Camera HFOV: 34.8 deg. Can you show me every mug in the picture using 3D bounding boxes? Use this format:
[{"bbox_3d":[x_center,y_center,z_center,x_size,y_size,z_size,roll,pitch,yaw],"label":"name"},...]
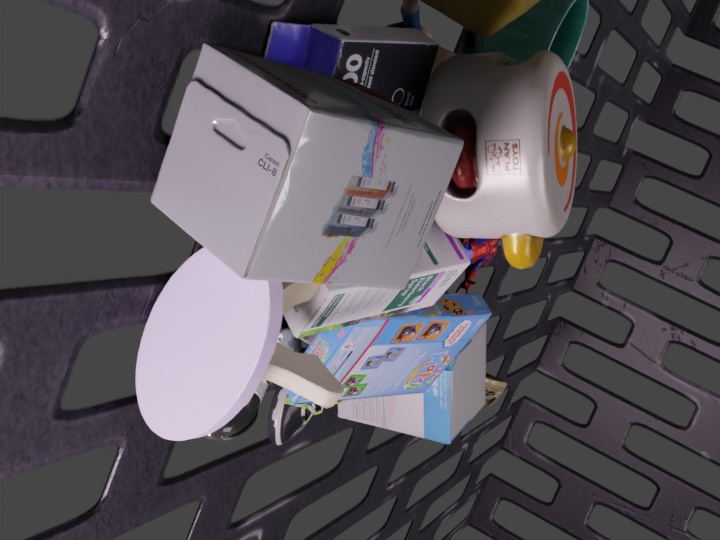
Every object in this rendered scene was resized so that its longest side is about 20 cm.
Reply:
[{"bbox_3d":[0.209,-0.301,1.507,0.186,0.113,0.153,-52,159,-31],"label":"mug"}]

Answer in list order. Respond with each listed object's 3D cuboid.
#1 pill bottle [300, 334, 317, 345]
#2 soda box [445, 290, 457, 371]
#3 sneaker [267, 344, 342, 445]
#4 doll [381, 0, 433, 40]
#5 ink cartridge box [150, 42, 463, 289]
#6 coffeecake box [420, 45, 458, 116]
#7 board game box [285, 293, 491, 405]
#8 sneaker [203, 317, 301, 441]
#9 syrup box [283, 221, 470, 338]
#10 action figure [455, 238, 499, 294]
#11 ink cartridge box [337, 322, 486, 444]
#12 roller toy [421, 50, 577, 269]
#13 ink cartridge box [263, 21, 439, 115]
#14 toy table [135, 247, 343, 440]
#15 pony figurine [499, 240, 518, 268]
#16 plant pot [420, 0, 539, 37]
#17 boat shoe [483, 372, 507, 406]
[{"bbox_3d":[0.000,0.000,1.332,0.202,0.110,0.111,-64,162,-1],"label":"pill bottle"},{"bbox_3d":[0.072,0.045,1.486,0.201,0.063,0.069,-116,-140,-58],"label":"soda box"},{"bbox_3d":[-0.042,0.141,1.447,0.201,0.082,0.072,-55,160,-25],"label":"sneaker"},{"bbox_3d":[0.029,-0.228,1.211,0.200,0.048,0.138,-33,145,-58],"label":"doll"},{"bbox_3d":[-0.044,-0.082,0.958,0.198,0.145,0.146,6,113,-48],"label":"ink cartridge box"},{"bbox_3d":[0.112,-0.146,1.380,0.073,0.152,0.202,-44,154,-41],"label":"coffeecake box"},{"bbox_3d":[0.031,0.086,1.280,0.198,0.037,0.152,1,139,-39],"label":"board game box"},{"bbox_3d":[-0.118,0.090,1.196,0.201,0.073,0.090,-57,164,-51],"label":"sneaker"},{"bbox_3d":[0.009,-0.002,1.158,0.198,0.082,0.079,-10,151,-41],"label":"syrup box"},{"bbox_3d":[0.111,-0.014,1.321,0.199,0.051,0.066,-27,121,-36],"label":"action figure"},{"bbox_3d":[0.058,0.133,1.565,0.128,0.197,0.127,-36,131,-55],"label":"ink cartridge box"},{"bbox_3d":[0.148,-0.123,1.153,0.183,0.137,0.203,60,38,-52],"label":"roller toy"},{"bbox_3d":[-0.024,-0.133,1.100,0.198,0.043,0.201,-9,124,-45],"label":"ink cartridge box"},{"bbox_3d":[-0.108,0.059,1.044,0.200,0.185,0.116,-45,157,29],"label":"toy table"},{"bbox_3d":[0.152,-0.093,1.601,0.199,0.165,0.196,-33,132,-44],"label":"pony figurine"},{"bbox_3d":[0.132,-0.353,1.129,0.194,0.194,0.202,-41,160,-50],"label":"plant pot"},{"bbox_3d":[0.279,0.262,2.518,0.063,0.072,0.200,-64,163,-6],"label":"boat shoe"}]
